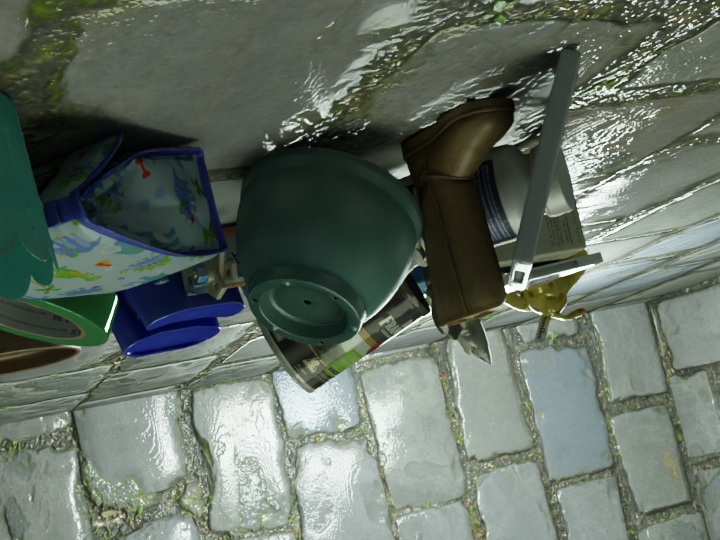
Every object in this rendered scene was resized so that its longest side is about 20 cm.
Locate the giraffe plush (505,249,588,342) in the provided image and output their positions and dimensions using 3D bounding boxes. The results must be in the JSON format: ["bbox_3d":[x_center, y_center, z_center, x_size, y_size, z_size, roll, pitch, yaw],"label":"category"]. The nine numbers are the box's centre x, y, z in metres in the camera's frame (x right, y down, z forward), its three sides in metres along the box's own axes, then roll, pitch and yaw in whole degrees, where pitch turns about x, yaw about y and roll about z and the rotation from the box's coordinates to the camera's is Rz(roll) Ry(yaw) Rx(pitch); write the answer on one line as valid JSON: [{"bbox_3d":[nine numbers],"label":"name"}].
[{"bbox_3d":[0.288,-0.005,1.948,0.171,0.202,0.162,-13,143,21],"label":"giraffe plush"}]

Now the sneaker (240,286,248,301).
[{"bbox_3d":[-0.129,-0.004,1.629,0.086,0.075,0.200,-23,179,-10],"label":"sneaker"}]

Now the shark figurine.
[{"bbox_3d":[0.130,0.034,1.535,0.089,0.129,0.215,-37,151,4],"label":"shark figurine"}]

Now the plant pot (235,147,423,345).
[{"bbox_3d":[-0.043,-0.009,1.188,0.198,0.135,0.201,9,147,6],"label":"plant pot"}]

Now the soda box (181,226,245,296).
[{"bbox_3d":[-0.129,-0.022,1.464,0.198,0.069,0.064,-11,171,-19],"label":"soda box"}]

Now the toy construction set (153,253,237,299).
[{"bbox_3d":[-0.244,-0.014,1.332,0.198,0.093,0.131,8,160,-35],"label":"toy construction set"}]

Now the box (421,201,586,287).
[{"bbox_3d":[0.187,-0.055,1.584,0.198,0.110,0.128,-9,172,-18],"label":"box"}]

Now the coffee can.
[{"bbox_3d":[-0.024,0.051,1.571,0.199,0.147,0.146,-34,168,7],"label":"coffee can"}]

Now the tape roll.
[{"bbox_3d":[-0.367,0.029,1.263,0.198,0.049,0.201,12,162,4],"label":"tape roll"}]

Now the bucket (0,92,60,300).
[{"bbox_3d":[-0.333,-0.045,0.852,0.205,0.136,0.207,-13,170,-2],"label":"bucket"}]

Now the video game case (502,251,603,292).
[{"bbox_3d":[0.231,0.014,1.653,0.198,0.018,0.143,-12,172,-35],"label":"video game case"}]

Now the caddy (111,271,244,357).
[{"bbox_3d":[-0.251,0.033,1.530,0.199,0.106,0.141,-8,154,-48],"label":"caddy"}]

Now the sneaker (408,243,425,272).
[{"bbox_3d":[0.000,0.000,1.377,0.076,0.075,0.200,-46,-173,-25],"label":"sneaker"}]

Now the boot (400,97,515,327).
[{"bbox_3d":[0.119,-0.058,1.189,0.065,0.203,0.175,-7,169,-30],"label":"boot"}]

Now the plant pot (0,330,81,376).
[{"bbox_3d":[-0.479,0.082,1.540,0.198,0.094,0.201,-12,172,-2],"label":"plant pot"}]

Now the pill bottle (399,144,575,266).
[{"bbox_3d":[0.145,-0.082,1.357,0.198,0.112,0.111,-16,170,22],"label":"pill bottle"}]

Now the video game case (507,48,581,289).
[{"bbox_3d":[0.177,-0.091,1.123,0.022,0.202,0.182,13,173,8],"label":"video game case"}]

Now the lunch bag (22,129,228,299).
[{"bbox_3d":[-0.246,-0.042,1.024,0.168,0.129,0.199,-17,179,27],"label":"lunch bag"}]

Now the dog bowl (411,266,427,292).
[{"bbox_3d":[0.111,-0.022,1.700,0.198,0.113,0.050,-15,157,17],"label":"dog bowl"}]
